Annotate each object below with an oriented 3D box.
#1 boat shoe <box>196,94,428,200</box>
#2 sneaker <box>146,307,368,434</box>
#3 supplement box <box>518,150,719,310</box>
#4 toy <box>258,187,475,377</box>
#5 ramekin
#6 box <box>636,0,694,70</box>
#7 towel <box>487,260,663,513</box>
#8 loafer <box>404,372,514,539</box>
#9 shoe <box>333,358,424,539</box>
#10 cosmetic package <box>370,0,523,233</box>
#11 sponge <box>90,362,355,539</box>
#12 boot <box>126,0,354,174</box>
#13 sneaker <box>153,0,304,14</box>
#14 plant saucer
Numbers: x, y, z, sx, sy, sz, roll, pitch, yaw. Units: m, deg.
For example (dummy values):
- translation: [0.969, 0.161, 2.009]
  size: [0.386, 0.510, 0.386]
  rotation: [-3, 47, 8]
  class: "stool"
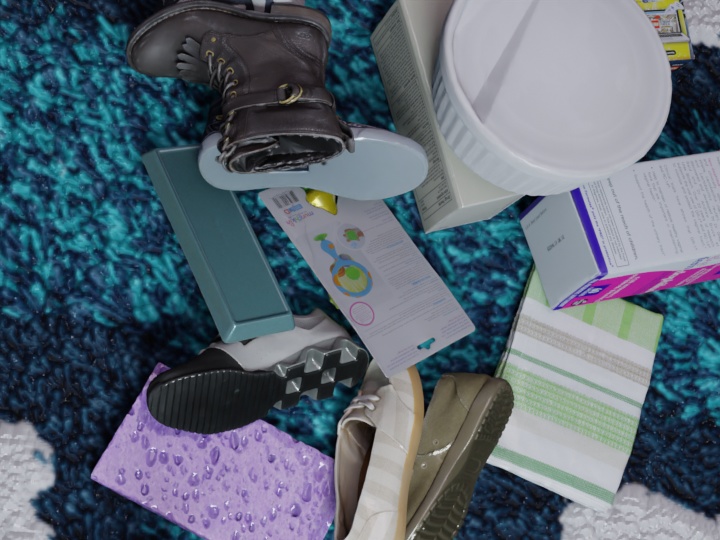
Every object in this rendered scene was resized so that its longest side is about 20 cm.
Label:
- translation: [-0.041, -0.119, 1.087]
  size: [0.199, 0.071, 0.091]
  rotation: [3, 44, -3]
  class: "boat shoe"
- translation: [-0.099, 0.078, 1.052]
  size: [0.199, 0.074, 0.089]
  rotation: [-10, 44, -34]
  class: "sneaker"
- translation: [0.267, -0.040, 1.151]
  size: [0.199, 0.101, 0.104]
  rotation: [-11, 73, -21]
  class: "supplement box"
- translation: [0.000, 0.000, 1.108]
  size: [0.115, 0.047, 0.200]
  rotation: [-25, 76, -37]
  class: "toy"
- translation: [0.152, -0.156, 1.049]
  size: [0.202, 0.094, 0.203]
  rotation: [4, 72, -14]
  class: "ramekin"
- translation: [0.225, -0.263, 1.233]
  size: [0.199, 0.038, 0.137]
  rotation: [-6, 80, -16]
  class: "box"
- translation: [0.195, 0.108, 1.158]
  size: [0.149, 0.031, 0.201]
  rotation: [25, 71, -11]
  class: "towel"
- translation: [0.064, 0.176, 1.085]
  size: [0.067, 0.076, 0.200]
  rotation: [26, 80, 35]
  class: "loafer"
- translation: [0.012, 0.150, 1.052]
  size: [0.053, 0.070, 0.201]
  rotation: [25, 53, -29]
  class: "shoe"
- translation: [0.078, -0.146, 1.136]
  size: [0.073, 0.104, 0.201]
  rotation: [-14, 84, -18]
  class: "cosmetic package"
- translation: [-0.115, 0.175, 1.056]
  size: [0.200, 0.030, 0.112]
  rotation: [30, 72, -6]
  class: "sponge"
- translation: [-0.105, -0.149, 1.032]
  size: [0.199, 0.069, 0.175]
  rotation: [-5, 48, 4]
  class: "boot"
- translation: [-0.155, -0.273, 1.082]
  size: [0.199, 0.129, 0.080]
  rotation: [40, 33, -38]
  class: "sneaker"
- translation: [-0.121, -0.031, 1.061]
  size: [0.070, 0.019, 0.200]
  rotation: [-10, 60, -33]
  class: "plant saucer"
